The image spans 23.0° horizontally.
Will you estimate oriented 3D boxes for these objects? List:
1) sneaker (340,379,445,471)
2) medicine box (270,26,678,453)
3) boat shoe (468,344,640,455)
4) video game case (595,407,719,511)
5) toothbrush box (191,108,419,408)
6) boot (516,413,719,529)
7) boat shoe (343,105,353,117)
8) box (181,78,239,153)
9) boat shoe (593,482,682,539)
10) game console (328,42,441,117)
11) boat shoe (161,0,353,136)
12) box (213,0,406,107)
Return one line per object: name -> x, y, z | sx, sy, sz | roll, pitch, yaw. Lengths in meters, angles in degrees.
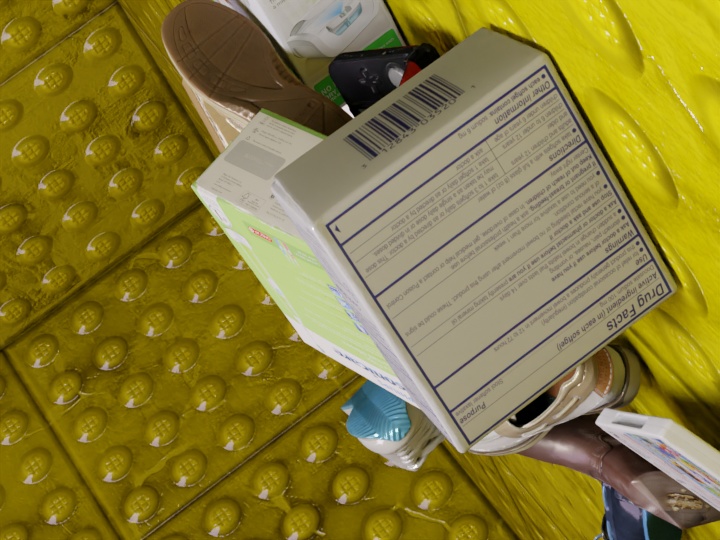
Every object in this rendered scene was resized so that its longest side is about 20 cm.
sneaker -> 0.036, 0.127, 1.499 | 0.081, 0.077, 0.200 | 43, 180, -3
medicine box -> 0.075, -0.020, 1.153 | 0.200, 0.182, 0.103 | 57, 174, -25
boat shoe -> 0.135, 0.102, 1.463 | 0.068, 0.200, 0.075 | 10, -118, -39
video game case -> 0.257, 0.151, 1.314 | 0.143, 0.018, 0.200 | 35, 175, -3
toothbrush box -> -0.012, -0.007, 1.301 | 0.145, 0.086, 0.200 | 27, 157, 43
boot -> 0.202, 0.159, 1.492 | 0.185, 0.065, 0.200 | 11, -171, -14
boat shoe -> -0.051, -0.140, 1.525 | 0.200, 0.070, 0.072 | 21, 124, 21
box -> -0.101, -0.087, 1.565 | 0.201, 0.021, 0.163 | 61, 176, -6
boat shoe -> 0.271, 0.244, 1.729 | 0.068, 0.084, 0.201 | 29, 149, 28
game console -> 0.045, -0.053, 1.302 | 0.172, 0.119, 0.200 | 3, 132, 51
boat shoe -> -0.079, -0.133, 1.384 | 0.200, 0.071, 0.065 | 44, 168, 17
box -> -0.073, -0.248, 1.442 | 0.200, 0.097, 0.177 | 47, 171, 50
